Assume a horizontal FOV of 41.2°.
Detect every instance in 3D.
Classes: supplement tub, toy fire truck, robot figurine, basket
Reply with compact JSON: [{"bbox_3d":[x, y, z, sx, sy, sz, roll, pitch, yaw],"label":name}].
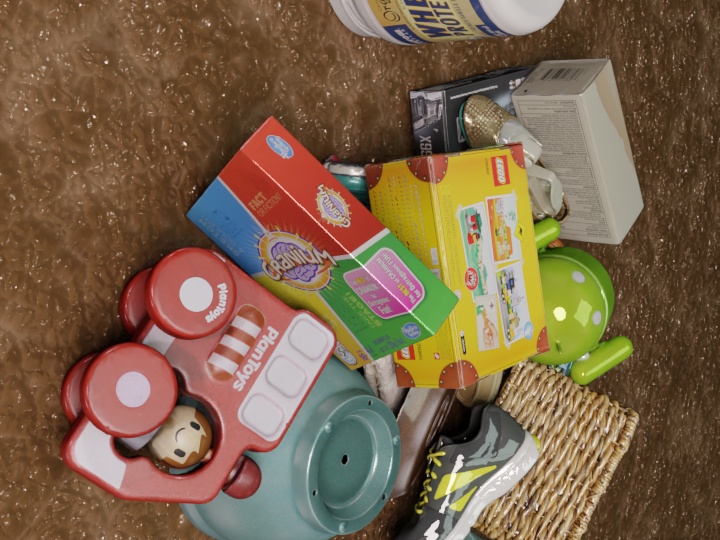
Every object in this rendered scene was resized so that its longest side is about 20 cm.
[{"bbox_3d":[0.076,-0.284,0.879,0.144,0.199,0.146,-8,101,-46],"label":"supplement tub"},{"bbox_3d":[-0.123,0.088,0.734,0.167,0.112,0.201,37,67,-16],"label":"toy fire truck"},{"bbox_3d":[0.214,0.037,1.045,0.176,0.115,0.200,62,20,3],"label":"robot figurine"},{"bbox_3d":[0.200,0.218,1.084,0.201,0.148,0.143,-61,168,-8],"label":"basket"}]

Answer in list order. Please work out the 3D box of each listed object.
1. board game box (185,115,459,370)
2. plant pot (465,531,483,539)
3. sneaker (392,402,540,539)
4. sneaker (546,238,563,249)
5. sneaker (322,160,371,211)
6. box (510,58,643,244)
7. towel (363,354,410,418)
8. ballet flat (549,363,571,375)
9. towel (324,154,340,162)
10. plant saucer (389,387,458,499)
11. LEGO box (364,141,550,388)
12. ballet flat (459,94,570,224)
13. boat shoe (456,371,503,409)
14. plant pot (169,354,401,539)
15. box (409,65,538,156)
[{"bbox_3d":[-0.036,-0.013,0.772,0.200,0.153,0.040,43,61,-8],"label":"board game box"},{"bbox_3d":[0.118,0.382,1.034,0.196,0.199,0.201,45,63,-32],"label":"plant pot"},{"bbox_3d":[0.090,0.217,0.980,0.200,0.074,0.085,-42,96,-13],"label":"sneaker"},{"bbox_3d":[0.255,0.007,1.218,0.200,0.072,0.078,53,54,-50],"label":"sneaker"},{"bbox_3d":[0.035,-0.048,0.936,0.199,0.077,0.080,31,79,-43],"label":"sneaker"},{"bbox_3d":[0.252,-0.134,1.100,0.078,0.094,0.201,-48,130,-33],"label":"box"},{"bbox_3d":[0.047,0.086,0.960,0.201,0.034,0.133,81,33,-56],"label":"towel"},{"bbox_3d":[0.207,0.174,1.195,0.074,0.074,0.202,32,70,-45],"label":"ballet flat"},{"bbox_3d":[0.000,0.000,0.966,0.200,0.022,0.146,44,63,-41],"label":"towel"},{"bbox_3d":[0.067,0.147,0.976,0.201,0.032,0.201,-61,167,-24],"label":"plant saucer"},{"bbox_3d":[0.092,-0.008,0.871,0.148,0.077,0.202,-13,97,-47],"label":"LEGO box"},{"bbox_3d":[0.176,-0.116,1.036,0.200,0.065,0.071,45,65,-42],"label":"ballet flat"},{"bbox_3d":[0.115,0.058,1.068,0.062,0.073,0.202,-7,96,-39],"label":"boat shoe"},{"bbox_3d":[-0.050,0.157,0.849,0.199,0.133,0.202,-7,100,-47],"label":"plant pot"},{"bbox_3d":[0.140,-0.138,1.079,0.199,0.049,0.159,-22,112,-44],"label":"box"}]
